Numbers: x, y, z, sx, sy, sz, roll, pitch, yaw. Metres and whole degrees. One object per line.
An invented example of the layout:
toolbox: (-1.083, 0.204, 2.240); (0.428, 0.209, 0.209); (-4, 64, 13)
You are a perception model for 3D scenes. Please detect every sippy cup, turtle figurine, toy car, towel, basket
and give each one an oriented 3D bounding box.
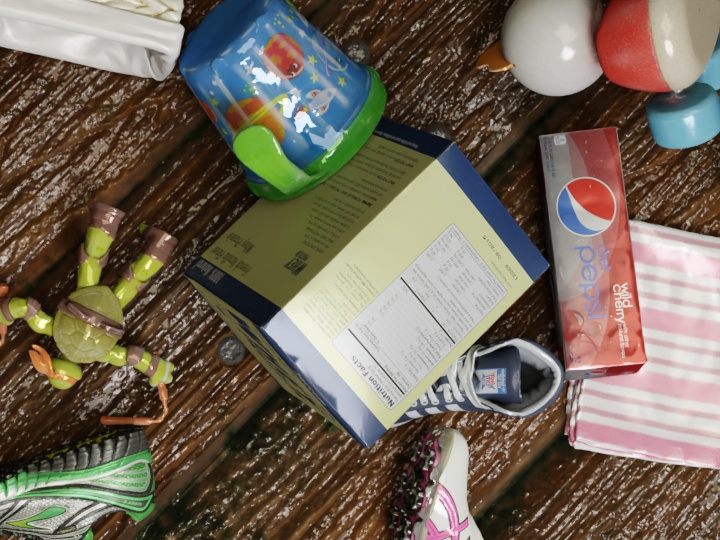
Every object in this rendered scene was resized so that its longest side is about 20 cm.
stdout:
sippy cup: (-0.070, -0.147, 1.512); (0.140, 0.178, 0.130); (-46, 118, -8)
turtle figurine: (-0.223, 0.027, 1.537); (0.199, 0.064, 0.162); (25, 84, -8)
toy car: (0.191, -0.206, 1.591); (0.199, 0.177, 0.185); (-7, 121, 23)
towel: (0.257, 0.062, 1.640); (0.145, 0.030, 0.202); (9, 86, -10)
basket: (-0.233, -0.237, 1.509); (0.199, 0.136, 0.124); (11, 84, -10)

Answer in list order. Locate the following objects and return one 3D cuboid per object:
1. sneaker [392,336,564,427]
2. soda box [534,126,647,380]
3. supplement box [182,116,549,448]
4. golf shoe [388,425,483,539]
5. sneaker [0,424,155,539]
sneaker: (0.070, 0.091, 1.565); (0.198, 0.108, 0.071); (-5, 88, -10)
soda box: (0.190, -0.013, 1.592); (0.069, 0.063, 0.202); (-6, 80, 1)
supplement box: (0.000, 0.000, 1.496); (0.200, 0.200, 0.134); (-44, 114, -9)
golf shoe: (0.069, 0.227, 1.581); (0.091, 0.073, 0.201); (7, 99, -16)
sneaker: (-0.256, 0.192, 1.520); (0.199, 0.078, 0.086); (-17, 95, -9)
